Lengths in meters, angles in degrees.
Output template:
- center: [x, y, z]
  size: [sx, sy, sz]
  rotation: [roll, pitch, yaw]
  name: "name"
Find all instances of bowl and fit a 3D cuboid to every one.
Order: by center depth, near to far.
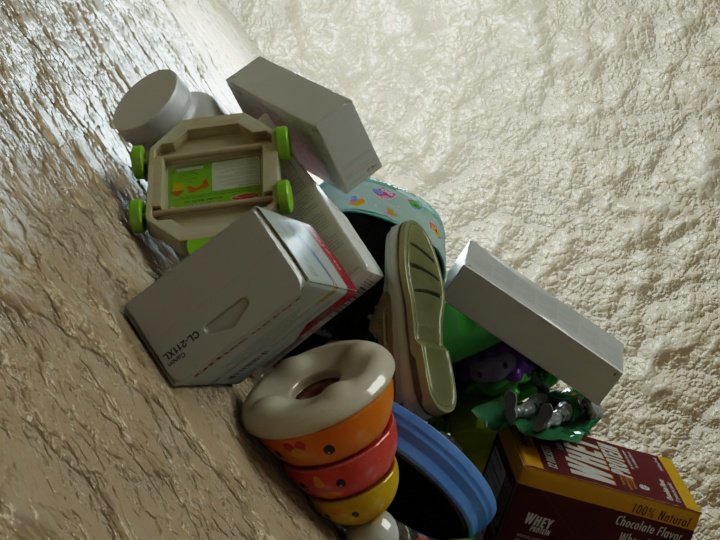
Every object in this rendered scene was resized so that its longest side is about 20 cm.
- center: [0.038, 0.191, 1.685]
  size: [0.200, 0.039, 0.201]
  rotation: [32, -23, 16]
  name: "bowl"

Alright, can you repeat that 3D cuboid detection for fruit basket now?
- center: [0.116, 0.148, 1.909]
  size: [0.156, 0.215, 0.216]
  rotation: [44, 11, -52]
  name: "fruit basket"

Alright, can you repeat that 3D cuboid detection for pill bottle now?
- center: [-0.167, -0.113, 1.842]
  size: [0.200, 0.113, 0.113]
  rotation: [49, 8, -36]
  name: "pill bottle"

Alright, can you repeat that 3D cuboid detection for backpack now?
- center: [0.000, 0.000, 1.819]
  size: [0.174, 0.201, 0.154]
  rotation: [22, 37, -6]
  name: "backpack"

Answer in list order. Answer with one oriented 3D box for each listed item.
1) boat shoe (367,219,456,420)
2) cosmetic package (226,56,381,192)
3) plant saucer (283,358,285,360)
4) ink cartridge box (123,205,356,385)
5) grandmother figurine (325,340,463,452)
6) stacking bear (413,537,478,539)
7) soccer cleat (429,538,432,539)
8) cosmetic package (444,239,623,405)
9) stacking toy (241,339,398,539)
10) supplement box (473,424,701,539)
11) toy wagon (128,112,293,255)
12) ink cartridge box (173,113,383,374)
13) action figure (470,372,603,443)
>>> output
- center: [0.041, 0.049, 1.683]
  size: [0.074, 0.068, 0.202]
  rotation: [28, 50, -48]
  name: "boat shoe"
- center: [-0.058, -0.149, 1.749]
  size: [0.200, 0.050, 0.083]
  rotation: [33, -24, 55]
  name: "cosmetic package"
- center: [-0.024, 0.136, 1.937]
  size: [0.201, 0.032, 0.200]
  rotation: [53, 8, -10]
  name: "plant saucer"
- center: [-0.098, 0.025, 1.503]
  size: [0.083, 0.145, 0.200]
  rotation: [55, 7, 9]
  name: "ink cartridge box"
- center: [0.027, 0.156, 1.799]
  size: [0.199, 0.121, 0.061]
  rotation: [35, 13, -26]
  name: "grandmother figurine"
- center: [0.091, 0.301, 1.621]
  size: [0.113, 0.122, 0.200]
  rotation: [33, 1, 37]
  name: "stacking bear"
- center: [0.072, 0.231, 1.989]
  size: [0.078, 0.069, 0.201]
  rotation: [41, 17, -48]
  name: "soccer cleat"
- center: [0.179, 0.054, 1.811]
  size: [0.199, 0.051, 0.083]
  rotation: [34, 19, -3]
  name: "cosmetic package"
- center: [-0.008, 0.177, 1.566]
  size: [0.146, 0.145, 0.202]
  rotation: [-107, 174, -70]
  name: "stacking toy"
- center: [0.217, 0.287, 1.814]
  size: [0.195, 0.202, 0.133]
  rotation: [16, 15, -9]
  name: "supplement box"
- center: [-0.140, -0.066, 1.640]
  size: [0.040, 0.153, 0.202]
  rotation: [77, 7, -51]
  name: "toy wagon"
- center: [-0.094, -0.026, 1.705]
  size: [0.201, 0.160, 0.050]
  rotation: [57, 11, 25]
  name: "ink cartridge box"
- center: [0.207, 0.143, 1.830]
  size: [0.117, 0.055, 0.200]
  rotation: [20, 9, 24]
  name: "action figure"
